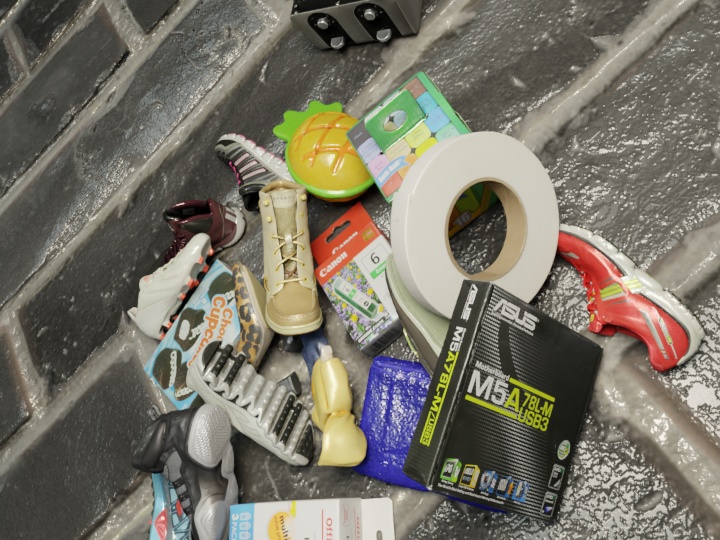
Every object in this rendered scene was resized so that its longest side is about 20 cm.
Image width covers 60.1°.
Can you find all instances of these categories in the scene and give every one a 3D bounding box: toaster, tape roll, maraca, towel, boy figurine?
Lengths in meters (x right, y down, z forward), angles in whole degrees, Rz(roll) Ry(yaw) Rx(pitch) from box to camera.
[{"bbox_3d":[-0.001,-0.449,0.950,0.177,0.118,0.205,1,73,26],"label":"toaster"},{"bbox_3d":[0.125,-0.044,0.666,0.206,0.201,0.037,-64,25,-6],"label":"tape roll"},{"bbox_3d":[-0.047,-0.176,0.885,0.135,0.108,0.201,-22,54,-16],"label":"maraca"},{"bbox_3d":[0.087,0.183,0.727,0.196,0.049,0.151,5,74,29],"label":"towel"},{"bbox_3d":[-0.045,0.156,0.773,0.063,0.126,0.202,-4,48,-20],"label":"boy figurine"}]

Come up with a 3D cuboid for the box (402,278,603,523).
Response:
[{"bbox_3d":[0.151,0.136,0.626,0.047,0.198,0.197,10,76,56],"label":"box"}]

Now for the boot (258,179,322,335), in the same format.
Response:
[{"bbox_3d":[-0.091,-0.023,0.792,0.071,0.159,0.201,-4,23,-8],"label":"boot"}]

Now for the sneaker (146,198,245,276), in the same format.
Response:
[{"bbox_3d":[-0.283,-0.049,0.959,0.199,0.115,0.076,-37,60,11],"label":"sneaker"}]

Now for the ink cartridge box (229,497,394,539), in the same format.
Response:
[{"bbox_3d":[-0.060,0.334,0.739,0.196,0.068,0.118,-13,68,23],"label":"ink cartridge box"}]

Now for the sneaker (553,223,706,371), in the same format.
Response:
[{"bbox_3d":[0.269,0.026,0.674,0.085,0.077,0.200,-49,58,10],"label":"sneaker"}]

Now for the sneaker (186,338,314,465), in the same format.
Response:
[{"bbox_3d":[-0.140,0.177,0.799,0.200,0.075,0.081,46,127,-8],"label":"sneaker"}]

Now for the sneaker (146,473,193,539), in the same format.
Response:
[{"bbox_3d":[-0.229,0.302,0.847,0.093,0.079,0.205,-5,76,10],"label":"sneaker"}]

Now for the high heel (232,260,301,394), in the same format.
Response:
[{"bbox_3d":[-0.178,0.102,0.856,0.140,0.071,0.204,-23,85,14],"label":"high heel"}]

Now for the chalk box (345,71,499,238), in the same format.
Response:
[{"bbox_3d":[0.074,-0.137,0.755,0.124,0.200,0.125,-36,60,11],"label":"chalk box"}]

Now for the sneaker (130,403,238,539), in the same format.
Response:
[{"bbox_3d":[-0.218,0.260,0.775,0.111,0.075,0.205,2,102,16],"label":"sneaker"}]

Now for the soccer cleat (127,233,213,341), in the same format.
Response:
[{"bbox_3d":[-0.289,0.018,0.932,0.077,0.069,0.201,35,114,-1],"label":"soccer cleat"}]

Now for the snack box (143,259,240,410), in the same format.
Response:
[{"bbox_3d":[-0.228,0.099,0.926,0.115,0.037,0.202,34,90,31],"label":"snack box"}]

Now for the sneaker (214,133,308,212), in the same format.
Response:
[{"bbox_3d":[-0.166,-0.140,0.954,0.198,0.074,0.088,32,82,27],"label":"sneaker"}]

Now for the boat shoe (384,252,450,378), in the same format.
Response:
[{"bbox_3d":[0.079,0.066,0.712,0.203,0.070,0.061,59,147,33],"label":"boat shoe"}]

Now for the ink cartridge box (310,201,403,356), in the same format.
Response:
[{"bbox_3d":[0.000,0.000,0.833,0.108,0.050,0.202,-39,61,9],"label":"ink cartridge box"}]
